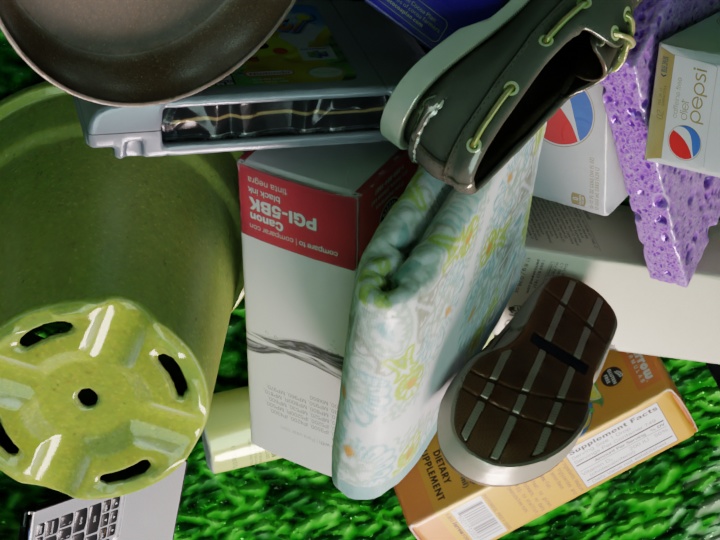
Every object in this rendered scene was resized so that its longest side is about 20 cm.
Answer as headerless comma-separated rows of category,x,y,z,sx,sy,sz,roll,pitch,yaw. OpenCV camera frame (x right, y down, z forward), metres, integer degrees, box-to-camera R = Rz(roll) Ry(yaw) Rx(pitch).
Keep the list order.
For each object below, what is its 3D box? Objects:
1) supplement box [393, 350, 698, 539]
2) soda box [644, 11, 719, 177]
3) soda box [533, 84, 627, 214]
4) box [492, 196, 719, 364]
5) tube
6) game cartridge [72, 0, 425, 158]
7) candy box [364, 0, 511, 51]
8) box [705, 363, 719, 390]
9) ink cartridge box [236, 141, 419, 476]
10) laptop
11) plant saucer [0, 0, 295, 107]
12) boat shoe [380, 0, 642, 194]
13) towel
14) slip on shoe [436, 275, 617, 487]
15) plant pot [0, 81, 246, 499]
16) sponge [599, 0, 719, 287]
supplement box,0.120,0.117,1.218,0.199,0.067,0.069,-28,137,6
soda box,0.231,-0.111,1.022,0.063,0.200,0.069,16,116,28
soda box,0.128,-0.137,1.041,0.068,0.064,0.201,18,130,30
box,0.174,0.005,1.154,0.198,0.082,0.069,9,120,-16
tube,-0.007,0.086,1.188,0.198,0.058,0.052,-12,90,-10
game cartridge,-0.059,-0.110,0.995,0.198,0.134,0.041,-5,118,-15
candy box,0.051,-0.234,0.929,0.169,0.077,0.201,38,114,9
box,0.349,0.065,1.157,0.117,0.201,0.197,26,115,-25
ink cartridge box,0.000,0.000,1.066,0.082,0.147,0.202,17,127,24
laptop,-0.175,0.250,1.169,0.199,0.116,0.189,-16,131,-39
plant saucer,-0.101,-0.179,0.872,0.199,0.032,0.202,-21,126,-32
boat shoe,0.100,-0.114,0.910,0.201,0.060,0.072,-40,159,-18
towel,0.042,0.003,0.976,0.048,0.201,0.172,21,141,15
slip on shoe,0.089,0.071,1.025,0.076,0.200,0.061,33,124,2
plant pot,-0.149,0.020,1.020,0.198,0.185,0.202,-2,123,-3
sponge,0.183,-0.094,1.042,0.030,0.112,0.201,16,150,29
